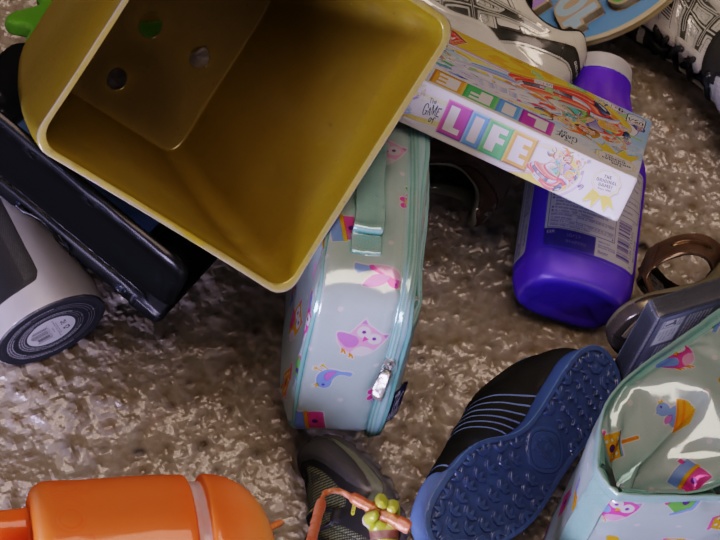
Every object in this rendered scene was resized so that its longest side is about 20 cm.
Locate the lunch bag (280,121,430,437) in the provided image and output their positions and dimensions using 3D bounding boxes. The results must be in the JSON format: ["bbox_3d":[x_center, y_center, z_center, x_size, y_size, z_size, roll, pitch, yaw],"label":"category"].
[{"bbox_3d":[0.000,0.000,1.708,0.077,0.161,0.200,11,43,-8],"label":"lunch bag"}]

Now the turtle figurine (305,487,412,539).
[{"bbox_3d":[0.042,0.230,1.592,0.161,0.064,0.200,1,63,-18],"label":"turtle figurine"}]

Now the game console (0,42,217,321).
[{"bbox_3d":[-0.169,-0.074,1.681,0.200,0.116,0.176,40,42,0],"label":"game console"}]

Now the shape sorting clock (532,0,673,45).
[{"bbox_3d":[0.166,-0.253,1.918,0.200,0.039,0.200,-14,61,27],"label":"shape sorting clock"}]

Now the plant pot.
[{"bbox_3d":[-0.102,-0.135,1.648,0.200,0.176,0.200,32,90,-30],"label":"plant pot"}]

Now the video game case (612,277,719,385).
[{"bbox_3d":[0.264,0.033,1.767,0.200,0.143,0.019,-17,65,-20],"label":"video game case"}]

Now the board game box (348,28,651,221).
[{"bbox_3d":[0.093,-0.108,1.752,0.200,0.034,0.134,25,22,1],"label":"board game box"}]

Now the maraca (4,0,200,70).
[{"bbox_3d":[-0.161,-0.186,1.810,0.137,0.107,0.200,10,30,17],"label":"maraca"}]

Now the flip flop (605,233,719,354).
[{"bbox_3d":[0.224,0.001,1.795,0.200,0.081,0.058,-30,79,-44],"label":"flip flop"}]

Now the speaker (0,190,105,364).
[{"bbox_3d":[-0.246,-0.041,1.745,0.081,0.081,0.200,-21,67,-21],"label":"speaker"}]

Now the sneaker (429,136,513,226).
[{"bbox_3d":[0.011,-0.094,1.824,0.200,0.070,0.076,17,65,1],"label":"sneaker"}]

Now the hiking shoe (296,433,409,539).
[{"bbox_3d":[-0.018,0.197,1.658,0.100,0.076,0.200,-10,64,-20],"label":"hiking shoe"}]

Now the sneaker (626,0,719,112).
[{"bbox_3d":[0.239,-0.169,1.920,0.088,0.076,0.200,-16,61,-3],"label":"sneaker"}]

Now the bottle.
[{"bbox_3d":[0.157,-0.060,1.842,0.083,0.065,0.200,18,58,-15],"label":"bottle"}]

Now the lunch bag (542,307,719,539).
[{"bbox_3d":[0.200,0.129,1.683,0.200,0.170,0.122,-36,72,-31],"label":"lunch bag"}]

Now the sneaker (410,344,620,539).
[{"bbox_3d":[0.089,0.120,1.715,0.200,0.078,0.070,-40,106,-35],"label":"sneaker"}]

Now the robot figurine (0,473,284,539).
[{"bbox_3d":[-0.138,0.185,1.617,0.200,0.144,0.117,-2,78,-13],"label":"robot figurine"}]

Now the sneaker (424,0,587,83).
[{"bbox_3d":[0.078,-0.189,1.882,0.088,0.076,0.200,-43,73,-12],"label":"sneaker"}]
